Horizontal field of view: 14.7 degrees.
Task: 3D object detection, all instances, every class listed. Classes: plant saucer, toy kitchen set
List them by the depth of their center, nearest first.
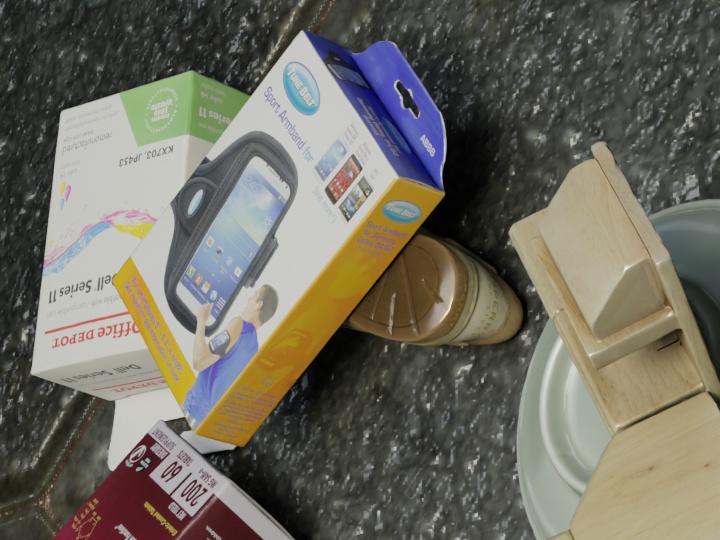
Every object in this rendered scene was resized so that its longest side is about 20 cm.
[{"bbox_3d":[0.058,0.065,1.145,0.180,0.163,0.200,-25,48,1],"label":"toy kitchen set"},{"bbox_3d":[0.136,0.058,1.278,0.200,0.050,0.201,-20,60,39],"label":"plant saucer"}]

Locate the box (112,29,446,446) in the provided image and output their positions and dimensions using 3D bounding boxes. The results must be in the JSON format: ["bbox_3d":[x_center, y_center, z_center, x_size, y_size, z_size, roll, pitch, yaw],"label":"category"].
[{"bbox_3d":[-0.038,-0.024,1.403,0.200,0.041,0.119,-53,46,23],"label":"box"}]

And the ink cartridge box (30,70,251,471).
[{"bbox_3d":[-0.117,0.002,1.551,0.117,0.067,0.201,-14,65,41],"label":"ink cartridge box"}]

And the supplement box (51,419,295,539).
[{"bbox_3d":[-0.134,0.182,1.441,0.200,0.061,0.109,-49,28,-6],"label":"supplement box"}]

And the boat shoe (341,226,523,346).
[{"bbox_3d":[0.000,0.000,1.432,0.200,0.064,0.072,27,97,47],"label":"boat shoe"}]
